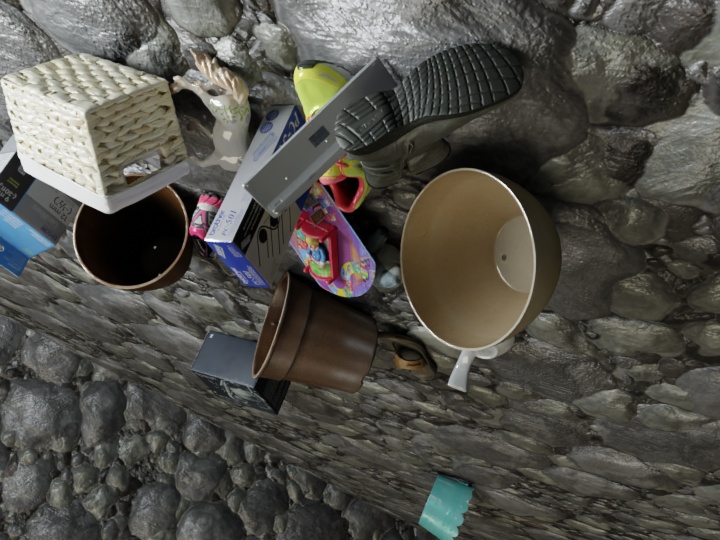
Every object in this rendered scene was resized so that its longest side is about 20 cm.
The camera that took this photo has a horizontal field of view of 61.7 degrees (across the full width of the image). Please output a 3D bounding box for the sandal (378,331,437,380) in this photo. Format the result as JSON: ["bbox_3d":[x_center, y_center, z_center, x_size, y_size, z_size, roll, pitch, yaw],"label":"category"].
[{"bbox_3d":[0.097,0.185,1.233,0.080,0.056,0.201,3,147,31],"label":"sandal"}]

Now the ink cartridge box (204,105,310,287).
[{"bbox_3d":[-0.110,-0.092,0.730,0.043,0.204,0.095,4,149,26],"label":"ink cartridge box"}]

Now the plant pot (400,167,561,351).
[{"bbox_3d":[0.161,-0.015,0.721,0.132,0.206,0.198,-4,173,-40],"label":"plant pot"}]

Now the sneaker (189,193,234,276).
[{"bbox_3d":[-0.252,-0.047,1.050,0.079,0.076,0.201,14,152,14],"label":"sneaker"}]

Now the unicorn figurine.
[{"bbox_3d":[-0.168,-0.172,0.769,0.135,0.075,0.201,22,156,8],"label":"unicorn figurine"}]

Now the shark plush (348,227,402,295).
[{"bbox_3d":[0.000,0.000,0.942,0.197,0.085,0.091,-5,143,41],"label":"shark plush"}]

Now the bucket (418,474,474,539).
[{"bbox_3d":[0.292,0.812,2.060,0.132,0.210,0.209,23,154,16],"label":"bucket"}]

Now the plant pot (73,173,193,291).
[{"bbox_3d":[-0.370,-0.042,1.058,0.183,0.191,0.200,20,167,2],"label":"plant pot"}]

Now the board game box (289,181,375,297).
[{"bbox_3d":[-0.068,-0.034,0.890,0.202,0.039,0.157,56,144,-7],"label":"board game box"}]

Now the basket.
[{"bbox_3d":[-0.328,-0.178,0.744,0.197,0.135,0.126,22,133,29],"label":"basket"}]

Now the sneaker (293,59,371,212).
[{"bbox_3d":[-0.026,-0.147,0.694,0.076,0.092,0.201,6,148,29],"label":"sneaker"}]

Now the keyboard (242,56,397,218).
[{"bbox_3d":[-0.040,-0.141,0.654,0.056,0.199,0.011,44,-171,-28],"label":"keyboard"}]

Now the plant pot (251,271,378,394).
[{"bbox_3d":[-0.081,0.131,1.136,0.194,0.205,0.200,19,154,-15],"label":"plant pot"}]

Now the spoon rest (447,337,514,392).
[{"bbox_3d":[0.211,0.145,1.097,0.097,0.061,0.202,20,139,0],"label":"spoon rest"}]

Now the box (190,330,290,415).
[{"bbox_3d":[-0.313,0.276,1.618,0.195,0.126,0.198,10,149,20],"label":"box"}]

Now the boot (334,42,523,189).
[{"bbox_3d":[0.076,-0.154,0.632,0.196,0.069,0.130,-18,163,17],"label":"boot"}]

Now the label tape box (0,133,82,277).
[{"bbox_3d":[-0.568,-0.112,1.020,0.065,0.204,0.144,0,147,31],"label":"label tape box"}]
